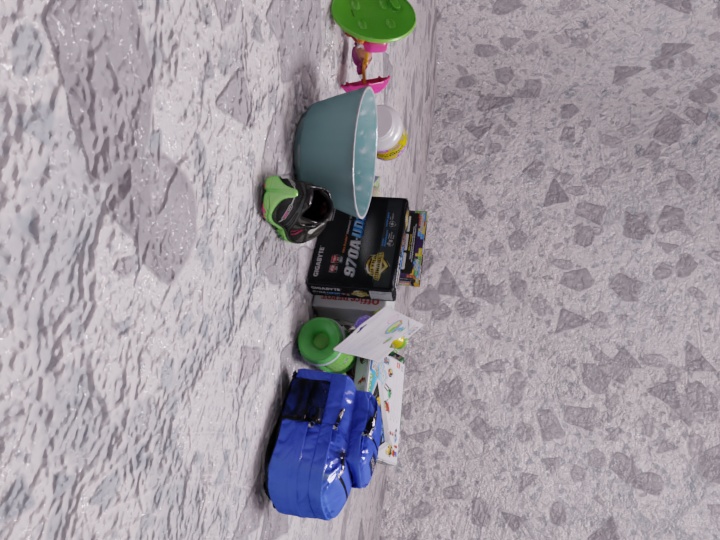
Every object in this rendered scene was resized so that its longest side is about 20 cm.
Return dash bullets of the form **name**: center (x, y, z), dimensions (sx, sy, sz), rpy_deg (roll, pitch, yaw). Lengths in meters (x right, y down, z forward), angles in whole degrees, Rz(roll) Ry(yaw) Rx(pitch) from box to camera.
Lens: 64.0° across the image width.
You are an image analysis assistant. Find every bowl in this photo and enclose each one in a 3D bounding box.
- **bowl**: center (-0.039, -0.186, 0.904), dimensions (0.201, 0.104, 0.203), rpy_deg (6, 90, -81)

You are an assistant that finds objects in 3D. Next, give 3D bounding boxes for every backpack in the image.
- **backpack**: center (-0.058, 0.279, 0.902), dimensions (0.163, 0.166, 0.201), rpy_deg (77, 24, -44)

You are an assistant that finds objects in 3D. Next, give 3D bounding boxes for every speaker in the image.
- **speaker**: center (-0.056, 0.141, 1.058), dimensions (0.200, 0.087, 0.089), rpy_deg (62, 35, -73)

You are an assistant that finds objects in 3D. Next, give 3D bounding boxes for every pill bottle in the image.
- **pill bottle**: center (0.052, -0.325, 1.352), dimensions (0.200, 0.103, 0.105), rpy_deg (-3, 99, -79)

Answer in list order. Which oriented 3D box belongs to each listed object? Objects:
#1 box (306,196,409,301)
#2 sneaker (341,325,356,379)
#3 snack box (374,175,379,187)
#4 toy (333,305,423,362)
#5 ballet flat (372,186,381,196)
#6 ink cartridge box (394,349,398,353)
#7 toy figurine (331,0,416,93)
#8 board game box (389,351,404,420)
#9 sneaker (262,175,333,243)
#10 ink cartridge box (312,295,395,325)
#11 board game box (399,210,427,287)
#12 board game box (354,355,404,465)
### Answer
- **box**: center (0.000, -0.045, 1.056), dimensions (0.046, 0.157, 0.202), rpy_deg (74, 24, -57)
- **sneaker**: center (-0.041, 0.138, 1.219), dimensions (0.075, 0.115, 0.201), rpy_deg (10, 51, -45)
- **snack box**: center (0.001, -0.123, 1.319), dimensions (0.200, 0.052, 0.144), rpy_deg (-62, 154, -61)
- **toy**: center (0.030, 0.103, 1.017), dimensions (0.047, 0.115, 0.200), rpy_deg (55, 11, 29)
- **ballet flat**: center (0.034, -0.084, 1.220), dimensions (0.062, 0.067, 0.202), rpy_deg (-54, 147, -48)
- **ink cartridge box**: center (0.019, 0.102, 1.373), dimensions (0.200, 0.048, 0.146), rpy_deg (50, 16, -9)
- **toy figurine**: center (0.005, -0.419, 1.077), dimensions (0.185, 0.149, 0.202), rpy_deg (105, -27, -58)
- **board game box**: center (0.036, 0.252, 1.294), dimensions (0.029, 0.134, 0.202), rpy_deg (-29, 130, -40)
- **sneaker**: center (-0.076, -0.078, 0.815), dimensions (0.200, 0.083, 0.078), rpy_deg (23, 74, -80)
- **ink cartridge box**: center (0.000, 0.000, 1.116), dimensions (0.083, 0.145, 0.202), rpy_deg (66, 30, -62)
- **board game box**: center (0.086, -0.063, 1.520), dimensions (0.057, 0.164, 0.202), rpy_deg (73, 25, -63)
- **board game box**: center (0.033, 0.259, 1.108), dimensions (0.126, 0.034, 0.202), rpy_deg (36, 52, -44)
